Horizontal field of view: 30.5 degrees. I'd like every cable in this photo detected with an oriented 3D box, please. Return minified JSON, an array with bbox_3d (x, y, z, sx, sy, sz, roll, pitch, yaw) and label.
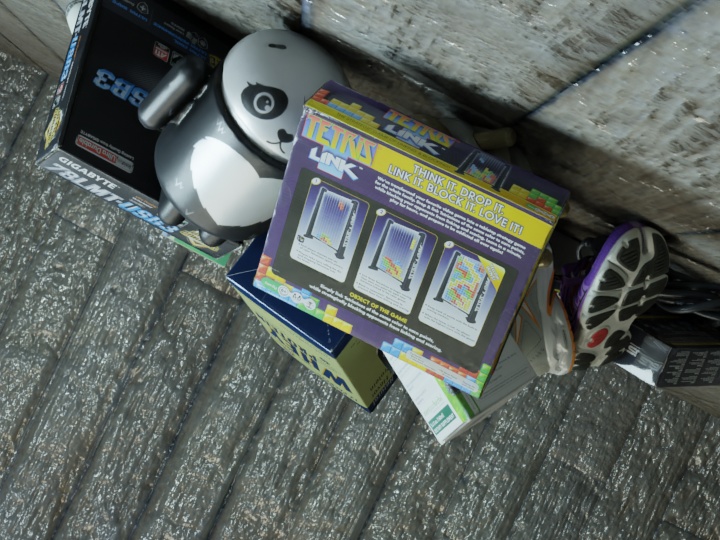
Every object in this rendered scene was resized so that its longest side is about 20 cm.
[{"bbox_3d":[0.305,0.027,1.246,0.162,0.051,0.199,28,177,-43],"label":"cable"}]

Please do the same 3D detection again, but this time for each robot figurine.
[{"bbox_3d":[-0.090,-0.103,1.073,0.149,0.200,0.126,-12,-113,-48],"label":"robot figurine"}]

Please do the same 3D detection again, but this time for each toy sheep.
[{"bbox_3d":[0.086,-0.049,1.055,0.137,0.138,0.200,24,158,53],"label":"toy sheep"}]

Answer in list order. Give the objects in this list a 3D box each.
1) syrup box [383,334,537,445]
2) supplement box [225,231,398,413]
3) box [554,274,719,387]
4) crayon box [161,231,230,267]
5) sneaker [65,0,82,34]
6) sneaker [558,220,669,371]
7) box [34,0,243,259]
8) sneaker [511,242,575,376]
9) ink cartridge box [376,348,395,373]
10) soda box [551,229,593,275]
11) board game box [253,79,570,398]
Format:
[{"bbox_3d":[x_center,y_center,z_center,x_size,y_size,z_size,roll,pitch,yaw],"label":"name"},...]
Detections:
[{"bbox_3d":[0.056,0.036,1.132,0.201,0.081,0.079,57,154,11],"label":"syrup box"},{"bbox_3d":[0.000,0.000,1.307,0.134,0.201,0.200,33,169,22],"label":"supplement box"},{"bbox_3d":[0.293,0.059,1.339,0.160,0.050,0.199,31,-162,38],"label":"box"},{"bbox_3d":[-0.176,-0.121,1.624,0.125,0.202,0.051,24,178,37],"label":"crayon box"},{"bbox_3d":[-0.246,-0.243,1.498,0.199,0.077,0.080,35,-176,-45],"label":"sneaker"},{"bbox_3d":[0.208,0.015,1.181,0.201,0.080,0.084,106,143,-56],"label":"sneaker"},{"bbox_3d":[-0.176,-0.141,1.188,0.199,0.201,0.049,29,145,-31],"label":"box"},{"bbox_3d":[0.126,0.006,1.171,0.091,0.203,0.076,-16,-173,-3],"label":"sneaker"},{"bbox_3d":[0.102,0.014,1.247,0.037,0.199,0.095,47,160,27],"label":"ink cartridge box"},{"bbox_3d":[0.185,-0.018,1.444,0.198,0.069,0.063,28,178,-9],"label":"soda box"},{"bbox_3d":[0.033,-0.022,0.978,0.198,0.167,0.057,26,-147,9],"label":"board game box"}]
